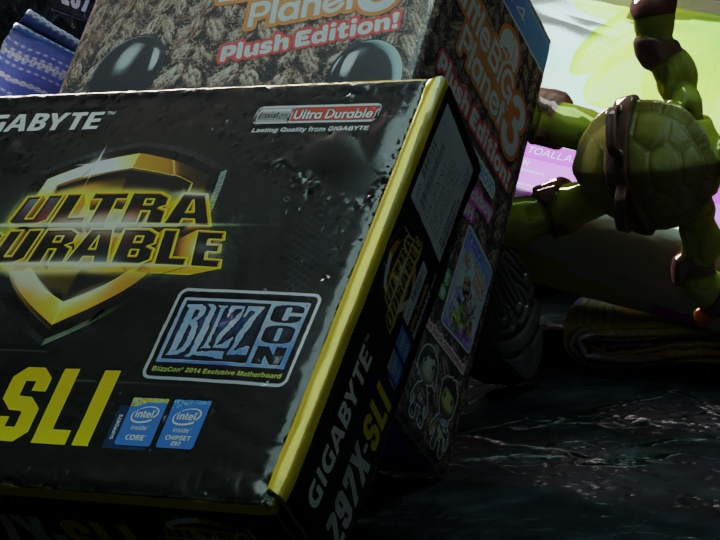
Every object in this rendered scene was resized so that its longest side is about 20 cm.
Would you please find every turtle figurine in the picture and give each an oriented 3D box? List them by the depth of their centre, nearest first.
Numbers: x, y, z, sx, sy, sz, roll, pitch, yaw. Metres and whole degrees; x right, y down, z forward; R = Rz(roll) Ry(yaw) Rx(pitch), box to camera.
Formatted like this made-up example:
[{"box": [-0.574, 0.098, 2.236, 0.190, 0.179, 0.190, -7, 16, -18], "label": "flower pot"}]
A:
[{"box": [0.114, -0.035, 0.769, 0.161, 0.201, 0.064, -3, 21, 37], "label": "turtle figurine"}]

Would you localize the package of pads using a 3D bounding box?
[{"box": [0.128, -0.061, 0.895, 0.199, 0.068, 0.155, 16, 54, 31], "label": "package of pads"}]

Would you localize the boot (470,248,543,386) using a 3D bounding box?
[{"box": [-0.032, 0.008, 0.877, 0.199, 0.165, 0.066, -25, 6, 30], "label": "boot"}]

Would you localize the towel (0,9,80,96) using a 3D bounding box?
[{"box": [-0.147, -0.039, 0.964, 0.144, 0.024, 0.200, 32, -37, -10], "label": "towel"}]

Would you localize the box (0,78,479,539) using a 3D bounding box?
[{"box": [-0.078, 0.014, 0.588, 0.199, 0.049, 0.160, 1, 52, 28], "label": "box"}]

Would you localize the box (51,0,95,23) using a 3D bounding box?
[{"box": [-0.034, -0.129, 0.962, 0.159, 0.050, 0.200, 21, 15, 35], "label": "box"}]

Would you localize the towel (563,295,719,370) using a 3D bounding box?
[{"box": [0.175, 0.023, 0.936, 0.143, 0.023, 0.200, -3, 6, 8], "label": "towel"}]

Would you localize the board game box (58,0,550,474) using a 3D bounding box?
[{"box": [-0.033, -0.035, 0.717, 0.159, 0.201, 0.097, 0, -32, 27], "label": "board game box"}]

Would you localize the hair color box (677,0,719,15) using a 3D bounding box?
[{"box": [0.170, -0.081, 1.050, 0.109, 0.201, 0.065, -1, 39, 20], "label": "hair color box"}]
